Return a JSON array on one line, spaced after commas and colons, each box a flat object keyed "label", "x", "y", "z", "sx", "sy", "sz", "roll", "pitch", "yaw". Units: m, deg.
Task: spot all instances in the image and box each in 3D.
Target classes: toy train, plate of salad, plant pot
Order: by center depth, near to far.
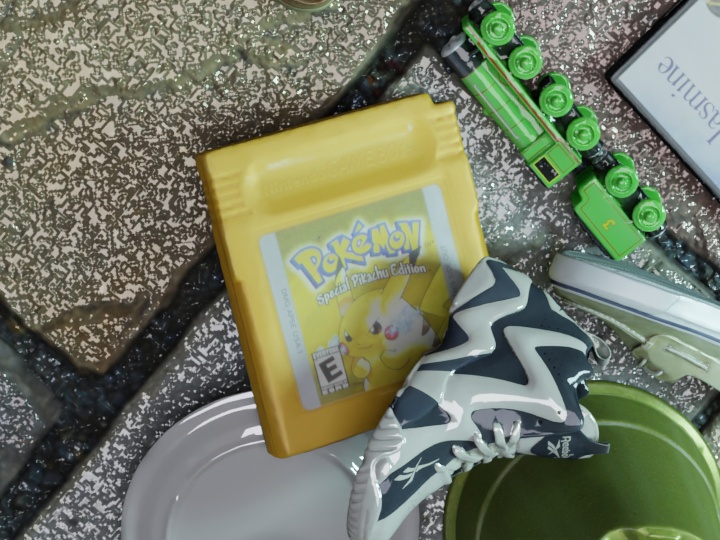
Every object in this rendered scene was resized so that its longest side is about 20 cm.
[{"label": "plant pot", "x": 0.164, "y": 0.194, "z": 1.423, "sx": 0.198, "sy": 0.190, "sz": 0.202, "roll": -1, "pitch": 103, "yaw": -6}, {"label": "toy train", "x": 0.125, "y": -0.090, "z": 1.435, "sx": 0.056, "sy": 0.042, "sz": 0.200, "roll": -38, "pitch": 104, "yaw": 14}, {"label": "plate of salad", "x": -0.060, "y": 0.167, "z": 1.465, "sx": 0.198, "sy": 0.048, "sz": 0.202, "roll": -2, "pitch": 112, "yaw": -5}]

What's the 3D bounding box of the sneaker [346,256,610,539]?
[{"label": "sneaker", "x": 0.085, "y": 0.105, "z": 1.372, "sx": 0.129, "sy": 0.080, "sz": 0.200, "roll": 29, "pitch": 71, "yaw": 10}]

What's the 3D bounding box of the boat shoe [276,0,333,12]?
[{"label": "boat shoe", "x": -0.026, "y": -0.259, "z": 1.365, "sx": 0.073, "sy": 0.066, "sz": 0.202, "roll": 4, "pitch": 102, "yaw": -7}]

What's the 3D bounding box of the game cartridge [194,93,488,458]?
[{"label": "game cartridge", "x": 0.000, "y": 0.000, "z": 1.413, "sx": 0.175, "sy": 0.032, "sz": 0.202, "roll": -17, "pitch": 99, "yaw": -19}]

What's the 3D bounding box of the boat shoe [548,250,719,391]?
[{"label": "boat shoe", "x": 0.211, "y": 0.044, "z": 1.456, "sx": 0.199, "sy": 0.072, "sz": 0.062, "roll": 21, "pitch": 97, "yaw": -13}]

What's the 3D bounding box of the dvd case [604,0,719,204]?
[{"label": "dvd case", "x": 0.278, "y": -0.147, "z": 1.448, "sx": 0.200, "sy": 0.018, "sz": 0.143, "roll": -44, "pitch": 104, "yaw": 5}]
